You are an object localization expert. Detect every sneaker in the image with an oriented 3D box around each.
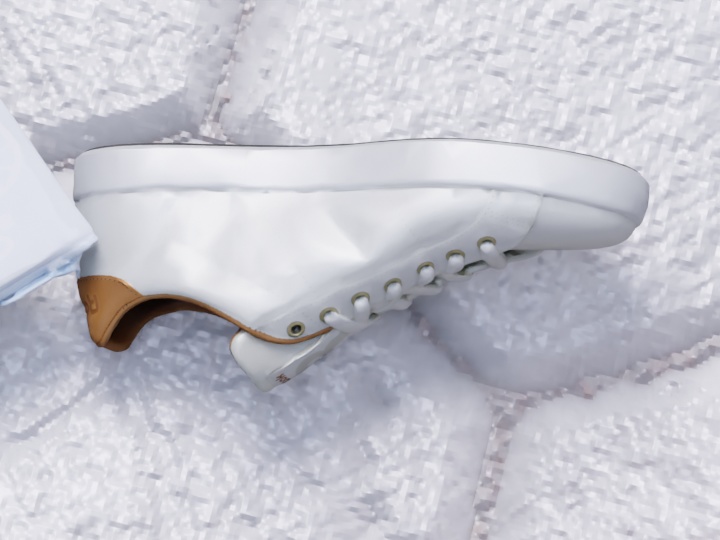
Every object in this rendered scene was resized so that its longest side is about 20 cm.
[{"bbox_3d":[0.000,0.000,0.935,0.199,0.073,0.085,-2,81,12],"label":"sneaker"}]

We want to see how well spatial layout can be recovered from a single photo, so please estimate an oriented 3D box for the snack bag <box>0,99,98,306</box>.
[{"bbox_3d":[-0.216,-0.037,0.908,0.188,0.021,0.200,-33,90,-7],"label":"snack bag"}]
